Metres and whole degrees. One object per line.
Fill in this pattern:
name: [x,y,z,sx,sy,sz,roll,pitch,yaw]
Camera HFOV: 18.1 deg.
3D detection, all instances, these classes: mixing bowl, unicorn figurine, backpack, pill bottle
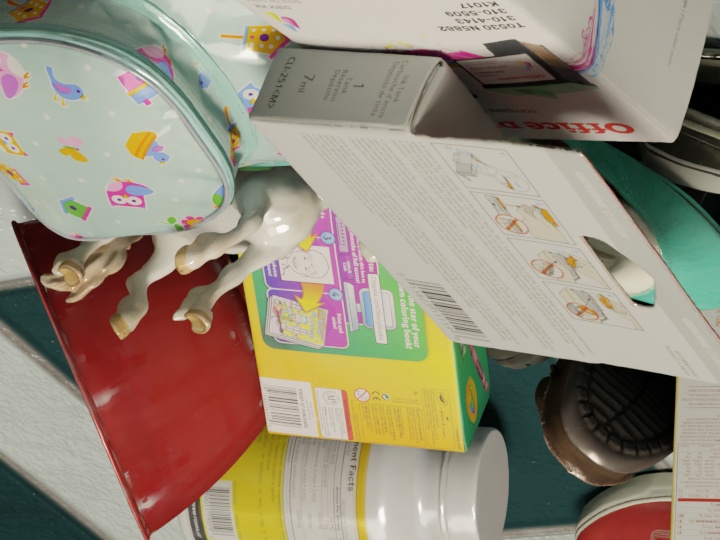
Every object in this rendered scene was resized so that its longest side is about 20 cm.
mixing bowl: [-0.114,0.042,1.303,0.108,0.201,0.200,-24,146,-7]
unicorn figurine: [-0.059,-0.020,1.118,0.199,0.137,0.074,16,132,31]
backpack: [-0.098,-0.111,1.058,0.199,0.154,0.176,-12,136,26]
pill bottle: [-0.011,0.136,1.451,0.199,0.113,0.112,2,147,19]

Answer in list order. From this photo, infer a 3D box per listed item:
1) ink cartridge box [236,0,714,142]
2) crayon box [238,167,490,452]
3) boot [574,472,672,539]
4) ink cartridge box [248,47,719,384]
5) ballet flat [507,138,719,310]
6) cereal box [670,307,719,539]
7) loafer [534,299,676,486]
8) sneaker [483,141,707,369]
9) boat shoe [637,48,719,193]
ink cartridge box: [0.039,-0.129,0.957,0.144,0.084,0.200,5,163,38]
crayon box: [0.000,0.000,1.216,0.118,0.058,0.201,5,126,17]
boot: [0.214,0.205,1.442,0.199,0.145,0.072,-12,142,39]
ink cartridge box: [0.070,-0.022,0.999,0.173,0.044,0.200,7,153,37]
ballet flat: [0.098,-0.036,1.103,0.200,0.070,0.067,42,137,-1]
cereal box: [0.198,0.096,1.185,0.039,0.201,0.144,-2,167,22]
loafer: [0.131,0.072,1.213,0.073,0.200,0.071,44,112,0]
sneaker: [0.108,-0.018,1.213,0.079,0.076,0.200,35,140,-6]
boat shoe: [0.227,-0.065,1.073,0.199,0.071,0.064,7,150,14]
